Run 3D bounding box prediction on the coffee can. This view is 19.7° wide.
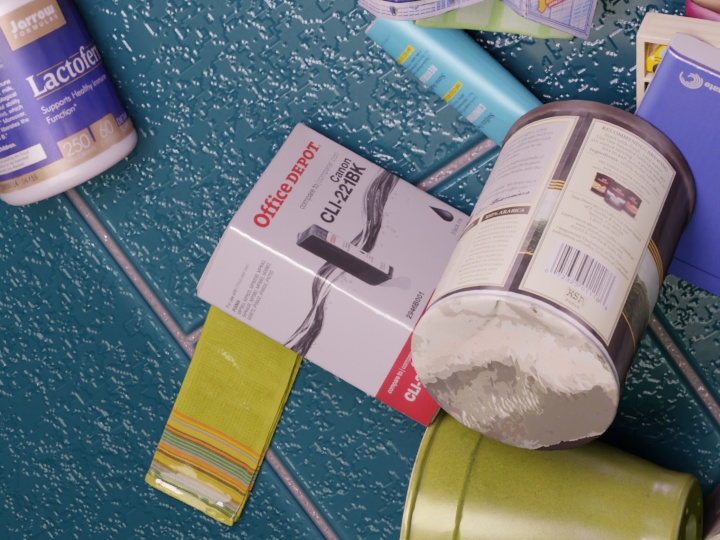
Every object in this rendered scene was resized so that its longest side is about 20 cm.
[{"bbox_3d":[0.135,0.002,1.429,0.146,0.200,0.147,16,139,14],"label":"coffee can"}]

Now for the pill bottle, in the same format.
[{"bbox_3d":[-0.258,-0.160,1.558,0.115,0.116,0.201,-20,105,20],"label":"pill bottle"}]

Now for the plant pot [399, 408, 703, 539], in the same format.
[{"bbox_3d":[0.149,0.203,1.537,0.192,0.200,0.201,7,112,19],"label":"plant pot"}]

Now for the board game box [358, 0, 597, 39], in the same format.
[{"bbox_3d":[0.095,-0.235,1.368,0.199,0.062,0.201,-22,130,-23],"label":"board game box"}]

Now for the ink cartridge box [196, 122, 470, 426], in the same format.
[{"bbox_3d":[0.000,0.000,1.531,0.199,0.144,0.084,28,132,2],"label":"ink cartridge box"}]

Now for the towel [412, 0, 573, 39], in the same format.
[{"bbox_3d":[0.119,-0.256,1.431,0.149,0.031,0.201,2,117,-27],"label":"towel"}]

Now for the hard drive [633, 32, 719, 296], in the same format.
[{"bbox_3d":[0.247,-0.068,1.469,0.131,0.025,0.200,25,141,4],"label":"hard drive"}]

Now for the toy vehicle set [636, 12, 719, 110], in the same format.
[{"bbox_3d":[0.291,-0.110,1.441,0.199,0.027,0.125,11,139,19],"label":"toy vehicle set"}]

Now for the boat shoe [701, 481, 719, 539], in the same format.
[{"bbox_3d":[0.314,0.173,1.576,0.073,0.075,0.200,27,124,-8],"label":"boat shoe"}]

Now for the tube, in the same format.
[{"bbox_3d":[0.094,-0.128,1.517,0.200,0.077,0.050,41,74,-3],"label":"tube"}]

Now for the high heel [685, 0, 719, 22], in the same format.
[{"bbox_3d":[0.326,-0.169,1.432,0.199,0.068,0.096,-16,117,23],"label":"high heel"}]

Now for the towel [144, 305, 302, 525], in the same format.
[{"bbox_3d":[-0.107,0.109,1.678,0.086,0.018,0.201,23,114,3],"label":"towel"}]
